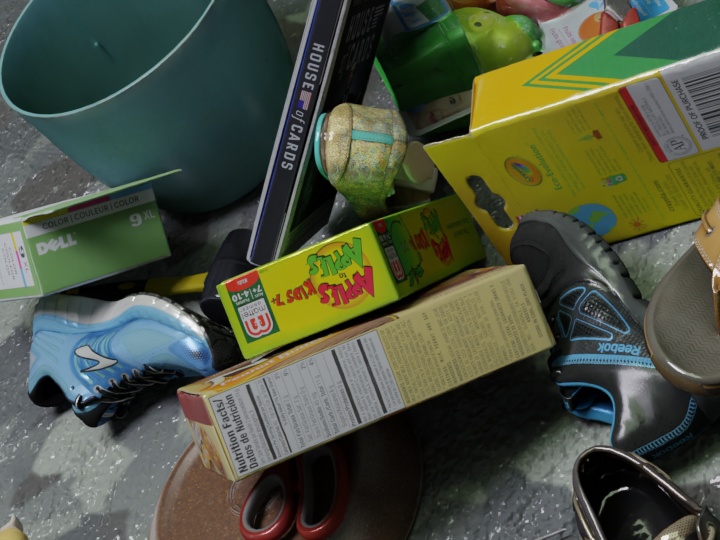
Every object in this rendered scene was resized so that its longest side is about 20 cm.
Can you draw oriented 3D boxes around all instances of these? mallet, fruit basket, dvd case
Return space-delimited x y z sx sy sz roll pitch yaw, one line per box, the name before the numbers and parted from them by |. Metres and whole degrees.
mallet | -0.142 0.005 1.314 0.199 0.041 0.066 0 53 42
fruit basket | 0.096 -0.188 1.266 0.199 0.094 0.186 -30 41 6
dvd case | -0.021 -0.111 1.170 0.025 0.201 0.150 19 16 8

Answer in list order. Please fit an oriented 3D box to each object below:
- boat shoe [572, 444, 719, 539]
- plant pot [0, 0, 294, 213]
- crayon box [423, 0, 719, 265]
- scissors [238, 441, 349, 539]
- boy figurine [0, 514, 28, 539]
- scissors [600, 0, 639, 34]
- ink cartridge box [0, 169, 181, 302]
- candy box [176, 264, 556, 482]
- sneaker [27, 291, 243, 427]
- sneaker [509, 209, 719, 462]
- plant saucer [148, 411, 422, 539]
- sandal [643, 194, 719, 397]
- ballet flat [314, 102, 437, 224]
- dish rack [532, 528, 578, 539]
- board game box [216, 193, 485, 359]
boat shoe | 0.163 0.159 0.909 0.074 0.073 0.200 -43 40 -5
plant pot | -0.140 -0.139 1.343 0.200 0.161 0.201 -20 44 21
crayon box | 0.153 -0.079 1.094 0.199 0.127 0.051 -16 45 24
scissors | -0.038 0.087 1.122 0.073 0.014 0.201 -21 42 22
boy figurine | -0.256 0.217 1.180 0.200 0.064 0.124 24 70 46
scissors | 0.175 -0.170 1.184 0.073 0.014 0.201 2 68 9
ink cartridge box | -0.203 -0.020 1.277 0.103 0.060 0.200 -19 5 -31
candy box | 0.000 0.057 1.048 0.199 0.056 0.115 -23 2 -13
sneaker | -0.157 0.069 1.250 0.199 0.078 0.090 -2 67 44
sneaker | 0.132 0.034 1.048 0.082 0.073 0.200 -40 40 -1
plant saucer | -0.057 0.142 1.121 0.200 0.037 0.201 -20 45 21
sandal | 0.220 -0.019 0.976 0.082 0.055 0.200 31 68 38
ballet flat | 0.018 -0.065 1.174 0.070 0.200 0.071 -1 83 8
dish rack | 0.038 0.216 0.952 0.199 0.055 0.154 -28 41 27
board game box | 0.000 0.000 1.104 0.101 0.048 0.200 -21 0 19
